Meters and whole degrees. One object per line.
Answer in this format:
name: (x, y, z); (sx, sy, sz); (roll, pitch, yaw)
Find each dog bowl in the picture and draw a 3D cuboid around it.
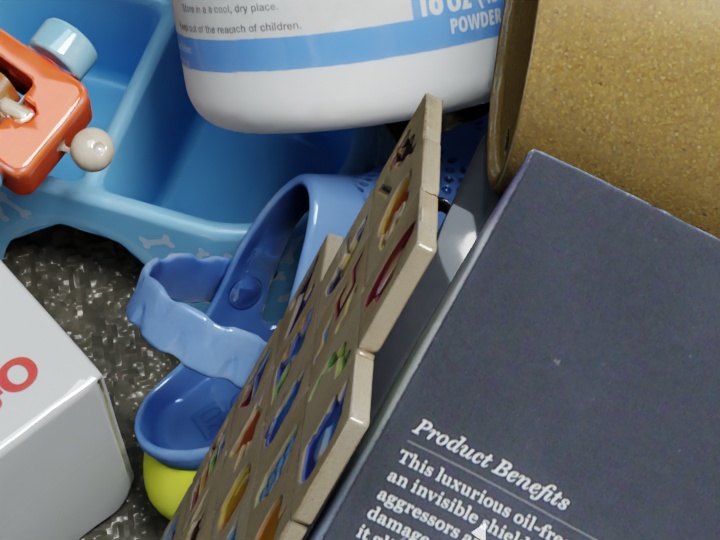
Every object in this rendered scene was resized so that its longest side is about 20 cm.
dog bowl: (-0.081, -0.050, 0.897); (0.199, 0.050, 0.112); (16, 61, 14)

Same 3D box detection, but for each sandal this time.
sandal: (0.000, 0.000, 0.820); (0.200, 0.087, 0.079); (-38, 39, -11)
sandal: (-0.006, 0.036, 0.756); (0.043, 0.076, 0.201); (31, 86, 9)

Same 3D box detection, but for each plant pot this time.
plant pot: (0.141, -0.052, 0.705); (0.198, 0.187, 0.188); (8, 59, -4)

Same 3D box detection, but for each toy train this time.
toy train: (-0.116, -0.118, 0.874); (0.149, 0.056, 0.201); (28, 71, 10)

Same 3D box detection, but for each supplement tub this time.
supplement tub: (-0.008, -0.154, 0.797); (0.131, 0.202, 0.132); (-8, 14, 2)

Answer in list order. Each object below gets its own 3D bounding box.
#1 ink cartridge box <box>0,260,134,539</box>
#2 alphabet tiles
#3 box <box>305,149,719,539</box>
ink cartridge box: (-0.193, 0.032, 0.835); (0.144, 0.084, 0.200); (-37, 65, -17)
alphabet tiles: (-0.026, 0.052, 0.688); (0.008, 0.201, 0.167); (26, 24, -9)
box: (0.040, 0.110, 0.692); (0.123, 0.200, 0.199); (27, 62, 7)
